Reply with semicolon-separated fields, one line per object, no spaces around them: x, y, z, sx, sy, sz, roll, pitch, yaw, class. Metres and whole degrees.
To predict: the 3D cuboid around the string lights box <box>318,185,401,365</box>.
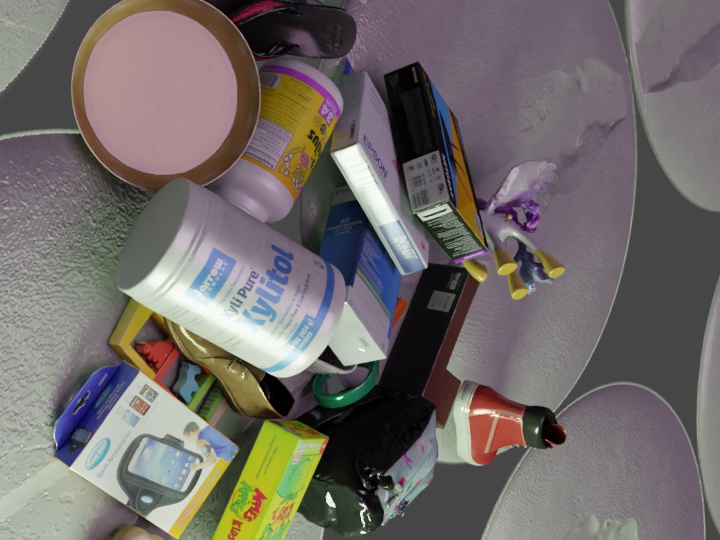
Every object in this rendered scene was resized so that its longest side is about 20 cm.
0.000;0.000;1.504;0.103;0.059;0.200;56;33;-37;string lights box

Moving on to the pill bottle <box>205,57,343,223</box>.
-0.103;-0.123;1.387;0.104;0.104;0.200;46;62;-42;pill bottle

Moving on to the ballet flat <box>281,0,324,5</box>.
-0.121;-0.311;1.381;0.200;0.074;0.074;27;75;-45;ballet flat

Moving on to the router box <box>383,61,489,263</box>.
0.092;-0.128;1.541;0.149;0.051;0.200;45;30;-57;router box

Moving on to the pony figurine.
0.176;-0.059;1.662;0.193;0.200;0.167;3;134;-44;pony figurine

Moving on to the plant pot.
-0.196;-0.178;1.291;0.200;0.027;0.200;-3;96;-28;plant pot

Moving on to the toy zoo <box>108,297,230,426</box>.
-0.190;0.071;1.377;0.131;0.020;0.200;-57;133;-26;toy zoo

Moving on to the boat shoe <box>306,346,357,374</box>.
-0.071;0.061;1.477;0.200;0.066;0.072;53;58;-39;boat shoe

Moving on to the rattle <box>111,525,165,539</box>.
-0.189;0.362;1.337;0.200;0.143;0.130;62;33;-26;rattle

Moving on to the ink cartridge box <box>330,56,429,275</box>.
0.031;-0.131;1.517;0.196;0.043;0.200;58;26;-36;ink cartridge box

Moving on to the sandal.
-0.098;-0.253;1.347;0.200;0.045;0.075;0;116;-14;sandal

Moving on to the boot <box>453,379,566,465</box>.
0.206;0.226;1.729;0.200;0.144;0.073;74;36;-59;boot

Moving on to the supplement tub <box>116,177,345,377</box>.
-0.126;0.010;1.282;0.200;0.132;0.132;31;71;-28;supplement tub

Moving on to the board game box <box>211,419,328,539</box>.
-0.109;0.265;1.411;0.200;0.048;0.102;-66;163;1;board game box

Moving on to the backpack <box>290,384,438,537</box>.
0.007;0.225;1.541;0.200;0.167;0.127;-36;137;-44;backpack

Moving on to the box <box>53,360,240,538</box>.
-0.223;0.182;1.325;0.119;0.041;0.200;-56;135;-12;box

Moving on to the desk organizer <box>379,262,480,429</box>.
0.099;0.098;1.676;0.077;0.072;0.200;41;65;-46;desk organizer

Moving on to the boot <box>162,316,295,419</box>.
-0.135;0.086;1.370;0.074;0.075;0.200;-52;127;-25;boot

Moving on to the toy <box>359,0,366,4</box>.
-0.047;-0.397;1.457;0.200;0.047;0.115;27;72;-51;toy

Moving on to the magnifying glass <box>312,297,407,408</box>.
0.006;0.098;1.576;0.200;0.079;0.022;-51;128;-45;magnifying glass
